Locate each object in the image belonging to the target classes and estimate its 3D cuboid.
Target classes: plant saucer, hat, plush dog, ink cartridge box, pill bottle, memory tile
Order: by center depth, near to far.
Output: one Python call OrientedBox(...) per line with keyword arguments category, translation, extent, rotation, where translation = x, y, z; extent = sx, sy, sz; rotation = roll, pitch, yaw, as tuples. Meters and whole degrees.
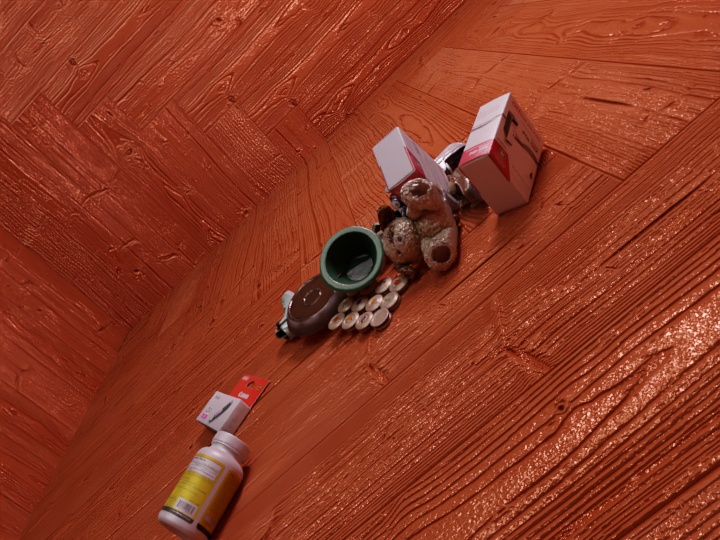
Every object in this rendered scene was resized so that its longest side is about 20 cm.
OrientedBox(category="pill bottle", translation=(-0.310, 0.438, 1.166), extent=(0.111, 0.113, 0.202), rotation=(-20, 32, 48))
OrientedBox(category="ink cartridge box", translation=(0.298, -0.245, 1.194), extent=(0.082, 0.147, 0.202), rotation=(-19, 38, 46))
OrientedBox(category="plush dog", translation=(0.124, -0.083, 1.261), extent=(0.169, 0.204, 0.160), rotation=(-23, -5, 26))
OrientedBox(category="memory tile", translation=(0.015, 0.076, 1.310), extent=(0.198, 0.017, 0.155), rotation=(-8, 43, 47))
OrientedBox(category="ink cartridge box", translation=(0.133, -0.217, 1.348), extent=(0.082, 0.199, 0.148), rotation=(-35, 50, 23))
OrientedBox(category="hat", translation=(0.000, 0.000, 1.426), extent=(0.162, 0.177, 0.204), rotation=(-4, 61, 15))
OrientedBox(category="plant saucer", translation=(-0.116, 0.076, 1.456), extent=(0.197, 0.032, 0.202), rotation=(-26, 35, 20))
OrientedBox(category="ink cartridge box", translation=(-0.335, 0.340, 1.495), extent=(0.199, 0.044, 0.175), rotation=(-8, 43, 58))

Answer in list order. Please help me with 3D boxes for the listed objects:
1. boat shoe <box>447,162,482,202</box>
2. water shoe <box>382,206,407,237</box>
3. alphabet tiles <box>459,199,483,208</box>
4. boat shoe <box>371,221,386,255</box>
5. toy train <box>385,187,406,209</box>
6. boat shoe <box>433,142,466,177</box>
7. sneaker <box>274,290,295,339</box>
OrientedBox(category="boat shoe", translation=(0.240, -0.190, 1.320), extent=(0.072, 0.076, 0.201), rotation=(-41, 12, 19))
OrientedBox(category="water shoe", translation=(0.126, -0.134, 1.432), extent=(0.071, 0.079, 0.202), rotation=(-16, 36, 51))
OrientedBox(category="alphabet tiles", translation=(0.314, -0.224, 1.339), extent=(0.198, 0.008, 0.169), rotation=(-33, 25, 30))
OrientedBox(category="boat shoe", translation=(0.065, -0.105, 1.498), extent=(0.072, 0.065, 0.201), rotation=(-34, 15, 31))
OrientedBox(category="toy train", translation=(0.146, -0.248, 1.615), extent=(0.112, 0.086, 0.202), rotation=(-13, 34, 35))
OrientedBox(category="boat shoe", translation=(0.221, -0.263, 1.517), extent=(0.199, 0.073, 0.068), rotation=(-42, 19, -16))
OrientedBox(category="sneaker", translation=(-0.207, 0.127, 1.587), extent=(0.118, 0.074, 0.200), rotation=(-44, 22, -14))
